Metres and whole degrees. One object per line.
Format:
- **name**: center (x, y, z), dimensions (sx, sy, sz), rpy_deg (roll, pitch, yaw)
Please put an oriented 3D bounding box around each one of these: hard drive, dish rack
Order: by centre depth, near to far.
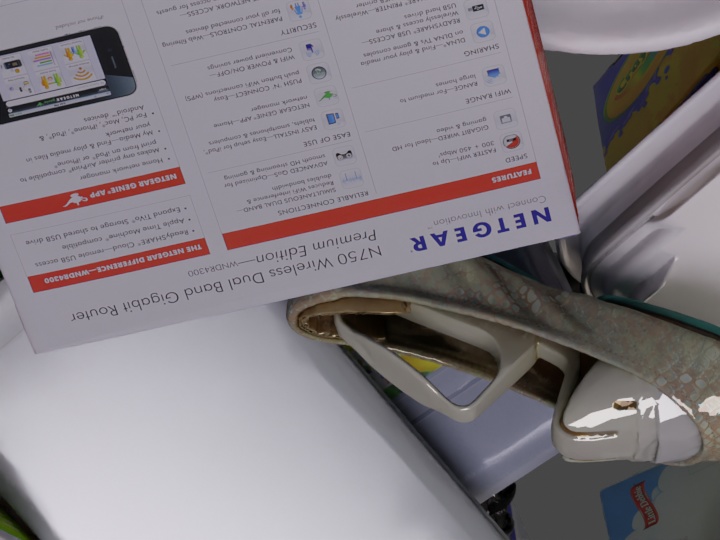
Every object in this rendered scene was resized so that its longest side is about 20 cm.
- **dish rack**: center (0.189, 0.001, 0.997), dimensions (0.200, 0.044, 0.172), rpy_deg (29, 130, -24)
- **hard drive**: center (-0.057, 0.070, 1.026), dimensions (0.132, 0.026, 0.200), rpy_deg (-40, 96, 2)

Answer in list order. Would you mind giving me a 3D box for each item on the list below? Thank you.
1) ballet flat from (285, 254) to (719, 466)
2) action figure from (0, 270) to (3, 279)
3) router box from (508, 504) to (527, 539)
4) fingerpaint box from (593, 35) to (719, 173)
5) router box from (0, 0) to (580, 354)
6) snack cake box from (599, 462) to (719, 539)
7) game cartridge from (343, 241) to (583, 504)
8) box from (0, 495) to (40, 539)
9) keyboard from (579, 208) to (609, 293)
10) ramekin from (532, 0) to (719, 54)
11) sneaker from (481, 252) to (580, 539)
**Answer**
- **ballet flat**: center (0.066, 0.037, 0.985), dimensions (0.200, 0.062, 0.067), rpy_deg (22, 153, 17)
- **action figure**: center (-0.135, 0.013, 1.057), dimensions (0.118, 0.055, 0.200), rpy_deg (-26, 109, -4)
- **router box**: center (0.080, 0.229, 1.171), dimensions (0.049, 0.200, 0.180), rpy_deg (-19, 124, 9)
- **fingerpaint box**: center (0.212, -0.084, 1.030), dimensions (0.167, 0.073, 0.200), rpy_deg (27, 122, -21)
- **router box**: center (-0.042, -0.074, 0.922), dimensions (0.200, 0.049, 0.180), rpy_deg (-12, 125, 7)
- **snack cake box**: center (0.183, 0.183, 1.202), dimensions (0.067, 0.115, 0.200), rpy_deg (-26, 123, 15)
- **game cartridge**: center (0.000, 0.000, 1.053), dimensions (0.133, 0.040, 0.200), rpy_deg (-36, 91, 17)
- **box**: center (-0.191, 0.102, 1.009), dimensions (0.101, 0.112, 0.200), rpy_deg (-46, 157, -1)
- **keyboard**: center (0.185, -0.010, 1.031), dimensions (0.200, 0.021, 0.127), rpy_deg (5, 136, -5)
- **ramekin**: center (0.085, -0.182, 0.939), dimensions (0.200, 0.098, 0.201), rpy_deg (-1, 126, -1)
- **sneaker**: center (0.040, 0.081, 1.116), dimensions (0.200, 0.079, 0.074), rpy_deg (-58, 156, 13)
